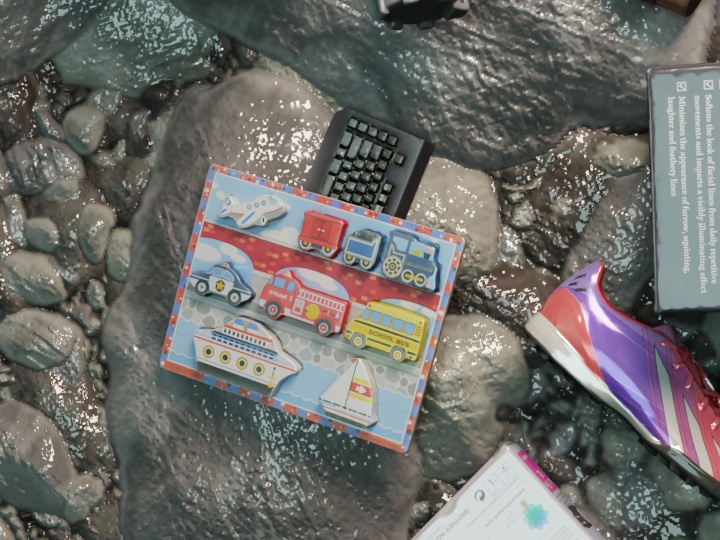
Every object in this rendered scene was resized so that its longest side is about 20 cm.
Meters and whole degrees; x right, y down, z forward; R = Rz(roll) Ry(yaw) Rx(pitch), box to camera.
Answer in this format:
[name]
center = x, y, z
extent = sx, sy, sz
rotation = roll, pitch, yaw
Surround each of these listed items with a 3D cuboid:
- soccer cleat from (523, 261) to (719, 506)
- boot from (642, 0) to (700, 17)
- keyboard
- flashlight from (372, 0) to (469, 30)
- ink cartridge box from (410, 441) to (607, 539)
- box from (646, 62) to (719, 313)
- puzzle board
[soccer cleat]
center = 0.198, 0.079, 0.956
extent = 0.200, 0.068, 0.073
rotation = 42, 93, 13
[boot]
center = 0.161, -0.284, 0.964
extent = 0.199, 0.064, 0.187
rotation = 29, 100, 18
[keyboard]
center = 0.000, 0.000, 1.034
extent = 0.126, 0.021, 0.201
rotation = 24, 98, 15
[flashlight]
center = 0.014, -0.259, 0.983
extent = 0.067, 0.068, 0.201
rotation = -18, 74, 28
[ink cartridge box]
center = 0.127, 0.228, 0.990
extent = 0.119, 0.042, 0.200
rotation = -46, 77, 12
[box]
center = 0.280, -0.051, 0.907
extent = 0.199, 0.107, 0.150
rotation = -1, 90, 17
[puzzle board]
center = -0.038, 0.024, 1.029
extent = 0.199, 0.017, 0.152
rotation = 17, 94, 22
